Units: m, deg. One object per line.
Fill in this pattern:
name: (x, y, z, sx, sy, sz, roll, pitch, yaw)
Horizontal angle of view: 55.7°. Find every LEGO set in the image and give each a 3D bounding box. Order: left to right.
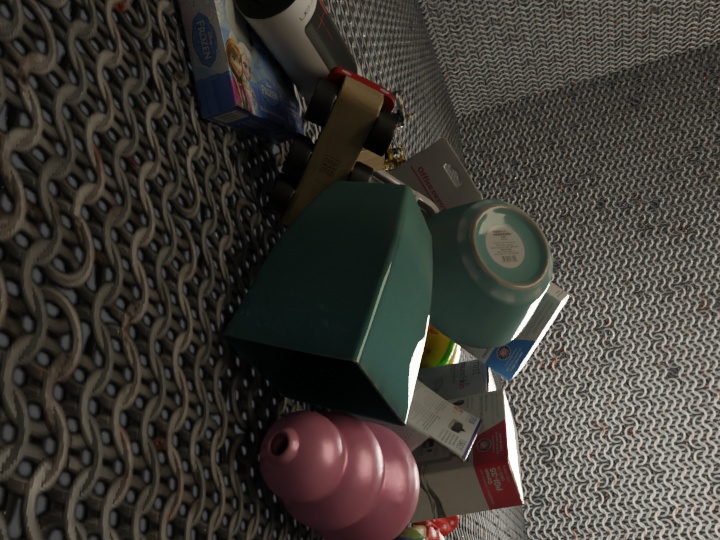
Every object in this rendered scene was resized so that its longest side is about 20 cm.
LEGO set: (0.056, -0.269, 1.292, 0.154, 0.114, 0.202, -65, 140, -66)

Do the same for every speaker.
speaker: (-0.064, -0.260, 0.765, 0.200, 0.080, 0.082, 43, 37, -67)

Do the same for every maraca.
maraca: (0.111, 0.127, 1.174, 0.107, 0.137, 0.201, 42, 19, -20)

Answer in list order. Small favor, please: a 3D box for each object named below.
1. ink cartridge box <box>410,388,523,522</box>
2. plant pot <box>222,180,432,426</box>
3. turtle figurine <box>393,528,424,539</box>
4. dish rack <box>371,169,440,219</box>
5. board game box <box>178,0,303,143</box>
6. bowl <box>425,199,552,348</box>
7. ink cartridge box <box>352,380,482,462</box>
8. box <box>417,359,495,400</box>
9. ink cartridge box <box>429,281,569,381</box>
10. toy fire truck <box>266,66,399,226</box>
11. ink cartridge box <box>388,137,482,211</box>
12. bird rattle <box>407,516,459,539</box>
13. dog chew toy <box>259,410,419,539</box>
ink cartridge box: (0.112, 0.255, 0.931, 0.147, 0.198, 0.084, -74, 145, -61)
plant pot: (-0.007, 0.019, 0.667, 0.142, 0.140, 0.202, 57, 48, -51)
turtle figurine: (0.050, 0.374, 0.700, 0.200, 0.142, 0.196, 109, -5, -68)
dish rack: (0.012, -0.058, 0.916, 0.199, 0.043, 0.173, 31, 56, -20)
board game box: (-0.131, -0.253, 0.745, 0.200, 0.043, 0.202, -13, 90, -76)
bowl: (0.170, -0.010, 0.886, 0.105, 0.198, 0.203, 135, -47, -58)
ink cartridge box: (0.047, 0.163, 0.834, 0.041, 0.199, 0.199, -59, 166, 8)
box: (0.139, 0.257, 1.069, 0.097, 0.174, 0.202, -73, 146, -61)
ink cartridge box: (0.189, 0.045, 1.035, 0.146, 0.199, 0.084, -61, 160, 18)
toy fire truck: (-0.015, -0.148, 0.812, 0.201, 0.127, 0.177, -85, -160, -60)
ink cartridge box: (0.078, -0.096, 1.034, 0.117, 0.199, 0.067, 58, 15, 5)
bird rattle: (0.105, 0.422, 0.976, 0.162, 0.112, 0.203, 9, 65, -56)
dog chew toy: (-0.023, 0.193, 0.652, 0.200, 0.123, 0.126, 46, 34, -49)
